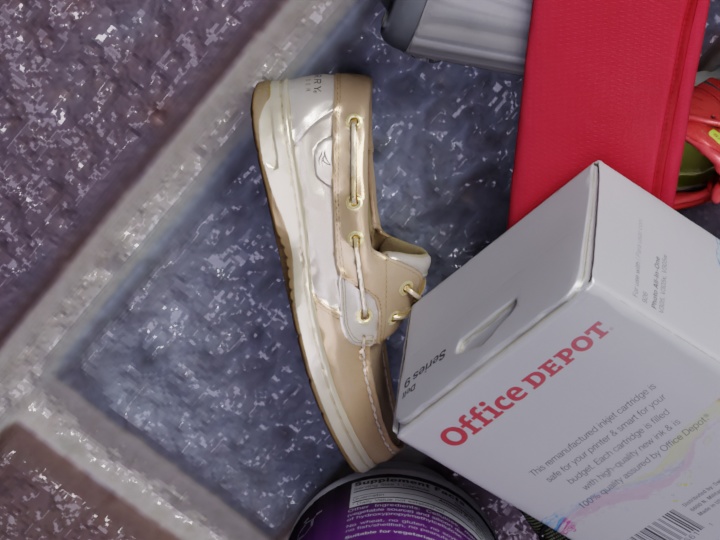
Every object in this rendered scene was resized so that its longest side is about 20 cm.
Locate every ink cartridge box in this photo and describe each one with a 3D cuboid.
[{"bbox_3d":[0.136,0.059,1.293,0.200,0.088,0.145,30,133,-23],"label":"ink cartridge box"}]

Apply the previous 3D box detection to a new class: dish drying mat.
[{"bbox_3d":[0.110,-0.074,1.244,0.077,0.018,0.200,9,132,5],"label":"dish drying mat"}]

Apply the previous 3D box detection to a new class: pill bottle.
[{"bbox_3d":[0.014,0.168,1.342,0.112,0.200,0.113,1,110,2],"label":"pill bottle"}]

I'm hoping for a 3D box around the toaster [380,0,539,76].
[{"bbox_3d":[0.093,-0.177,1.261,0.129,0.114,0.200,15,111,-8],"label":"toaster"}]

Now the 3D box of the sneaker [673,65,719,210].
[{"bbox_3d":[0.182,-0.061,1.313,0.200,0.085,0.077,-17,110,9],"label":"sneaker"}]

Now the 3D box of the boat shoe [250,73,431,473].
[{"bbox_3d":[0.000,0.000,1.345,0.069,0.074,0.200,-12,103,6],"label":"boat shoe"}]

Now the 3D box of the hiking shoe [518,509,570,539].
[{"bbox_3d":[0.141,0.150,1.384,0.076,0.101,0.200,-39,104,14],"label":"hiking shoe"}]
